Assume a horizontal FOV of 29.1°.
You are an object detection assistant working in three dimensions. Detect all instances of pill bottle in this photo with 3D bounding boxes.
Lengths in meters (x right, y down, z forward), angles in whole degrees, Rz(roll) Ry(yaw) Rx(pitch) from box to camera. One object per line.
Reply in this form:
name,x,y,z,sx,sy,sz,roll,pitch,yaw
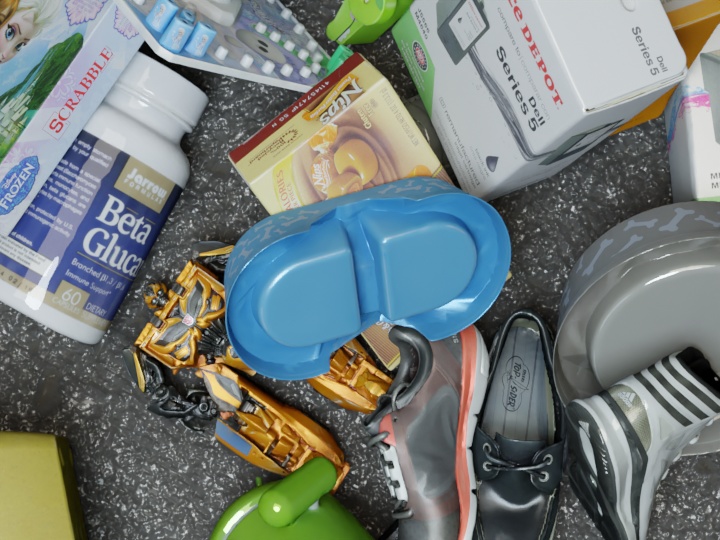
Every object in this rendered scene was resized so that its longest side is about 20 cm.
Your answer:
pill bottle,-0.193,-0.058,1.012,0.110,0.111,0.201,28,87,5

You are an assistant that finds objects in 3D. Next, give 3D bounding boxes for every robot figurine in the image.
robot figurine,-0.076,0.068,1.014,0.199,0.058,0.146,33,86,-1
robot figurine,-0.035,0.219,0.938,0.115,0.200,0.177,-4,111,-24

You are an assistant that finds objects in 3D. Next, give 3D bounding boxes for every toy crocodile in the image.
toy crocodile,0.040,-0.225,0.987,0.067,0.200,0.062,-15,74,-39

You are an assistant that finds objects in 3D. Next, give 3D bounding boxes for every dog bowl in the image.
dog bowl,0.227,0.039,0.956,0.198,0.202,0.059,0,40,0
dog bowl,0.000,0.000,0.922,0.198,0.050,0.112,-16,124,-13

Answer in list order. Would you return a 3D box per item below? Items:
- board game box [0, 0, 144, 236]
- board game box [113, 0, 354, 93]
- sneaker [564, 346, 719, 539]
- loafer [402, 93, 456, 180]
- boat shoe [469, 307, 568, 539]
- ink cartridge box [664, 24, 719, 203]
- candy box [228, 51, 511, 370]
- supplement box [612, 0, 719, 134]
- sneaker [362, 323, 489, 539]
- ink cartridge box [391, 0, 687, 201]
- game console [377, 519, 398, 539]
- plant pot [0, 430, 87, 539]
board game box,-0.256,-0.151,1.005,0.199,0.041,0.200,32,86,42
board game box,-0.107,-0.198,0.953,0.200,0.199,0.026,50,117,29
sneaker,0.205,0.125,0.940,0.115,0.201,0.076,-28,57,-7
loafer,0.031,-0.086,1.021,0.199,0.070,0.070,-34,84,-4
boat shoe,0.110,0.119,0.974,0.074,0.066,0.201,10,67,8
ink cartridge box,0.299,-0.107,1.003,0.144,0.088,0.202,-4,83,3
candy box,0.010,-0.037,0.970,0.115,0.055,0.200,-37,127,-1
supplement box,0.155,-0.211,0.972,0.073,0.126,0.201,-21,69,-22
sneaker,0.033,0.131,0.965,0.081,0.077,0.202,11,77,-22
ink cartridge box,0.111,-0.147,0.919,0.083,0.200,0.147,-21,83,-20
game console,0.047,0.281,0.966,0.176,0.116,0.200,45,88,6
plant pot,-0.280,0.199,0.961,0.174,0.200,0.202,-12,84,-9
